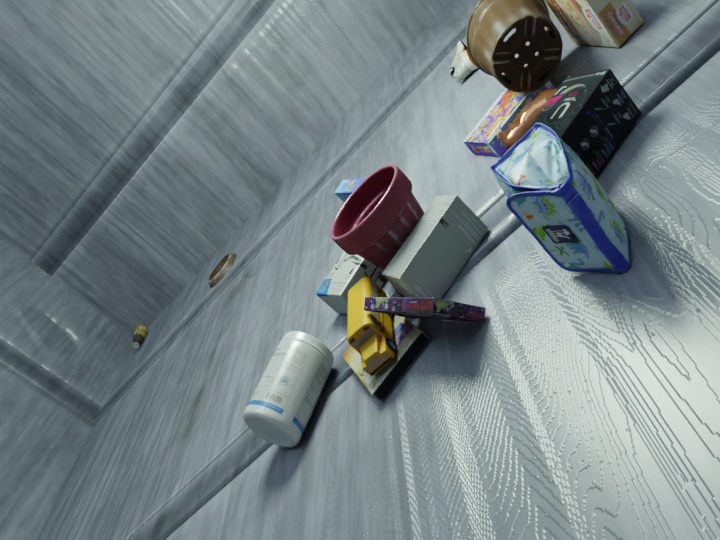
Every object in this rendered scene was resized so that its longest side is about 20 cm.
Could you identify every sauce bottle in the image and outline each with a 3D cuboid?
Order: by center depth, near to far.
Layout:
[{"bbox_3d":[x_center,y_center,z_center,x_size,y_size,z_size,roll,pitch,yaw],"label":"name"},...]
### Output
[{"bbox_3d":[-1.252,0.377,3.392,0.066,0.066,0.201,-45,23,9],"label":"sauce bottle"}]

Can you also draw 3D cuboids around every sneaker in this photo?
[{"bbox_3d":[0.317,-0.667,1.919,0.092,0.075,0.202,-43,20,27],"label":"sneaker"}]

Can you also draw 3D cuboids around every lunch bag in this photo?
[{"bbox_3d":[0.294,-0.095,0.864,0.127,0.169,0.201,-43,23,12],"label":"lunch bag"}]

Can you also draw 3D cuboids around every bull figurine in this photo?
[{"bbox_3d":[0.370,-0.325,1.247,0.199,0.065,0.122,-41,15,8],"label":"bull figurine"}]

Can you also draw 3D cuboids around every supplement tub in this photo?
[{"bbox_3d":[-0.147,0.247,1.250,0.130,0.132,0.203,-24,32,48],"label":"supplement tub"}]

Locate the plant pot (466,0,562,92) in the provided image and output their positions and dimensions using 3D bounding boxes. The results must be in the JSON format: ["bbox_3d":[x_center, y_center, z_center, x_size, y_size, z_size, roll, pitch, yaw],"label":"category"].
[{"bbox_3d":[0.340,-0.494,1.305,0.199,0.199,0.201,-39,26,24],"label":"plant pot"}]

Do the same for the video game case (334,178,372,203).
[{"bbox_3d":[0.040,-0.143,1.449,0.046,0.181,0.199,-50,20,-9],"label":"video game case"}]

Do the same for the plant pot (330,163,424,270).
[{"bbox_3d":[0.063,-0.087,1.259,0.199,0.178,0.202,-41,23,22],"label":"plant pot"}]

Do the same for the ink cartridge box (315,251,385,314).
[{"bbox_3d":[0.000,0.000,1.428,0.203,0.084,0.145,-58,22,-17],"label":"ink cartridge box"}]

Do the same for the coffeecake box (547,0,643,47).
[{"bbox_3d":[0.487,-0.564,1.280,0.073,0.153,0.201,-43,21,10],"label":"coffeecake box"}]

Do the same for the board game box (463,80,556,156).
[{"bbox_3d":[0.341,-0.358,1.385,0.201,0.045,0.134,-51,21,-1],"label":"board game box"}]

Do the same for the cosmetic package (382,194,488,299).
[{"bbox_3d":[0.144,-0.035,1.164,0.203,0.106,0.090,-56,23,-12],"label":"cosmetic package"}]

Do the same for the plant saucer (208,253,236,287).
[{"bbox_3d":[-0.674,-0.008,2.898,0.200,0.032,0.202,-43,23,22],"label":"plant saucer"}]

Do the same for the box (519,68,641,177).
[{"bbox_3d":[0.364,-0.228,1.036,0.202,0.106,0.122,-53,21,-7],"label":"box"}]

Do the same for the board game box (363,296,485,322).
[{"bbox_3d":[0.106,0.067,1.037,0.198,0.117,0.034,-4,82,57],"label":"board game box"}]

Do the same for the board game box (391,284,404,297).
[{"bbox_3d":[0.139,-0.038,1.297,0.201,0.019,0.103,-49,22,5],"label":"board game box"}]

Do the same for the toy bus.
[{"bbox_3d":[0.018,0.102,1.138,0.065,0.078,0.202,-39,24,20],"label":"toy bus"}]

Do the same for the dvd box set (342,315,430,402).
[{"bbox_3d":[0.044,0.151,1.158,0.147,0.029,0.200,-51,21,-3],"label":"dvd box set"}]
